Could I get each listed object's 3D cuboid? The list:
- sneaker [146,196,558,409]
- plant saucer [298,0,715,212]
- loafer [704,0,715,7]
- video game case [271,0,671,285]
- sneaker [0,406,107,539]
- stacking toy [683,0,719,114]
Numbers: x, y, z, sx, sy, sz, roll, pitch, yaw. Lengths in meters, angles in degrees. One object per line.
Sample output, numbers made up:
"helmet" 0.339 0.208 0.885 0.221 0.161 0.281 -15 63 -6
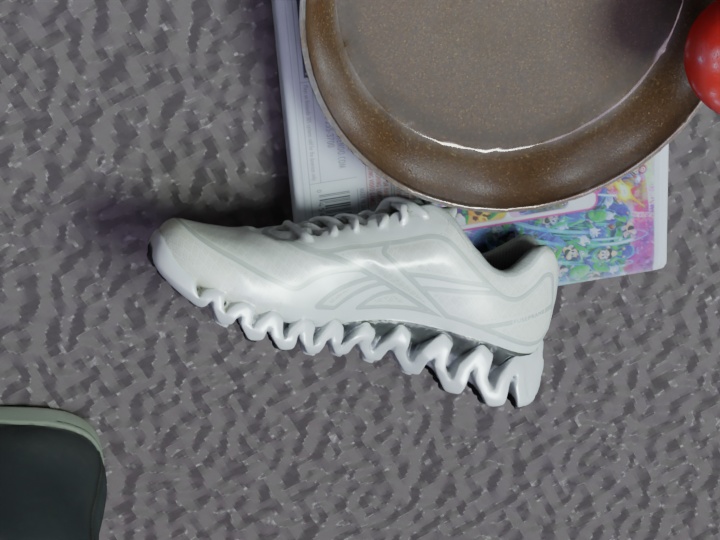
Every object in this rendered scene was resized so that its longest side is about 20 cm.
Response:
"sneaker" 0.000 0.000 0.910 0.198 0.075 0.082 14 104 -22
"plant saucer" 0.069 -0.121 0.867 0.198 0.032 0.202 -6 121 -9
"loafer" 0.242 -0.162 0.881 0.199 0.071 0.073 -34 123 10
"video game case" 0.054 -0.075 0.924 0.180 0.024 0.202 -9 122 -7
"sneaker" -0.216 0.117 0.935 0.198 0.107 0.075 -5 123 -9
"stacking toy" 0.193 -0.157 0.832 0.085 0.085 0.201 27 94 -26
